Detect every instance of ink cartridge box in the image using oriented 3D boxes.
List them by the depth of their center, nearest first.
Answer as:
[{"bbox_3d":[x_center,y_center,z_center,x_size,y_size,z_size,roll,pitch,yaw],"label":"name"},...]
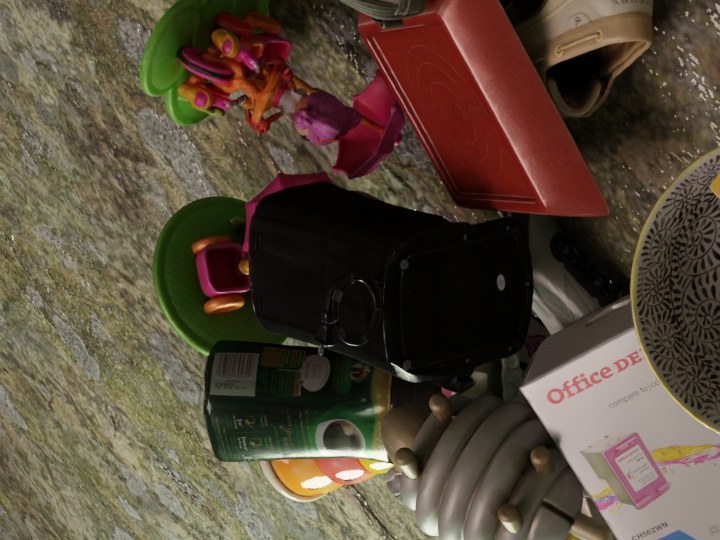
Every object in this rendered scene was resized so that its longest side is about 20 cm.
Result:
[{"bbox_3d":[0.231,0.120,1.388,0.144,0.085,0.201,-30,98,24],"label":"ink cartridge box"}]

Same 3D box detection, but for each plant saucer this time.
[{"bbox_3d":[0.075,-0.119,1.332,0.201,0.037,0.199,61,164,-14],"label":"plant saucer"}]

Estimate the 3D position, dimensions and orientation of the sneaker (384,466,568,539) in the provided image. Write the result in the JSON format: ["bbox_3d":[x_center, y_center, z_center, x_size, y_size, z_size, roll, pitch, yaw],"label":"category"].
[{"bbox_3d":[0.105,0.224,1.584,0.199,0.078,0.078,29,164,-13],"label":"sneaker"}]

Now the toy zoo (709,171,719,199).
[{"bbox_3d":[0.305,-0.043,1.133,0.131,0.020,0.200,-44,83,18],"label":"toy zoo"}]

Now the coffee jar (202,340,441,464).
[{"bbox_3d":[-0.029,0.111,1.585,0.198,0.086,0.105,1,138,7],"label":"coffee jar"}]

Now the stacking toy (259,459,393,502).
[{"bbox_3d":[0.008,0.152,1.804,0.199,0.146,0.147,-3,122,39],"label":"stacking toy"}]

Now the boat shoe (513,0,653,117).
[{"bbox_3d":[0.139,-0.138,1.283,0.200,0.073,0.070,130,135,-61],"label":"boat shoe"}]

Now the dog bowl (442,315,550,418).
[{"bbox_3d":[0.128,0.124,1.622,0.200,0.074,0.201,36,148,27],"label":"dog bowl"}]

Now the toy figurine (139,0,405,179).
[{"bbox_3d":[-0.053,-0.145,1.500,0.183,0.200,0.151,28,107,16],"label":"toy figurine"}]

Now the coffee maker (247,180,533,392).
[{"bbox_3d":[0.000,0.000,1.407,0.191,0.136,0.199,17,179,-39],"label":"coffee maker"}]

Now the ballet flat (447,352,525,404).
[{"bbox_3d":[0.094,0.081,1.507,0.071,0.071,0.202,18,116,46],"label":"ballet flat"}]

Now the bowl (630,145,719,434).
[{"bbox_3d":[0.279,0.008,1.208,0.199,0.094,0.203,2,98,16],"label":"bowl"}]

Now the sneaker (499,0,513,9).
[{"bbox_3d":[0.093,-0.212,1.294,0.200,0.074,0.089,22,143,59],"label":"sneaker"}]

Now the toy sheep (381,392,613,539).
[{"bbox_3d":[0.101,0.160,1.427,0.199,0.138,0.139,31,146,22],"label":"toy sheep"}]

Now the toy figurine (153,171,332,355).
[{"bbox_3d":[-0.052,-0.019,1.608,0.184,0.198,0.152,-28,71,55],"label":"toy figurine"}]

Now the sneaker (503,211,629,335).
[{"bbox_3d":[0.173,0.020,1.457,0.079,0.074,0.201,-23,98,29],"label":"sneaker"}]

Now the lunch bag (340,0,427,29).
[{"bbox_3d":[0.003,-0.282,1.226,0.167,0.139,0.201,36,123,27],"label":"lunch bag"}]

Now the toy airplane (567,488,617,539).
[{"bbox_3d":[0.210,0.243,1.512,0.199,0.201,0.141,28,160,-13],"label":"toy airplane"}]
